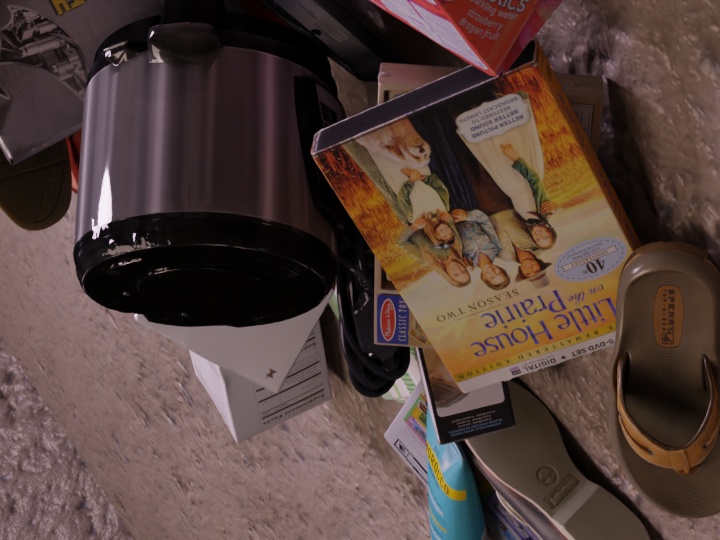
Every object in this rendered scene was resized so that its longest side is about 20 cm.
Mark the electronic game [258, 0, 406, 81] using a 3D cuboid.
[{"bbox_3d":[-0.049,-0.193,0.948,0.200,0.042,0.200,39,-176,-3],"label":"electronic game"}]

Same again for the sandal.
[{"bbox_3d":[0.187,0.077,0.843,0.054,0.080,0.201,-76,-21,-54],"label":"sandal"}]

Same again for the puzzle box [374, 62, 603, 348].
[{"bbox_3d":[0.074,-0.032,0.871,0.026,0.132,0.201,-79,-9,-52],"label":"puzzle box"}]

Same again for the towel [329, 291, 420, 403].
[{"bbox_3d":[0.028,0.042,1.210,0.153,0.023,0.200,60,159,-2],"label":"towel"}]

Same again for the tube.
[{"bbox_3d":[0.077,0.180,1.153,0.201,0.050,0.078,81,163,-48],"label":"tube"}]

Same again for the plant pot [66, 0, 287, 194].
[{"bbox_3d":[-0.170,-0.166,1.132,0.201,0.195,0.201,45,154,29],"label":"plant pot"}]

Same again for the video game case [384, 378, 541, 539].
[{"bbox_3d":[0.106,0.187,1.200,0.200,0.022,0.182,49,159,10],"label":"video game case"}]

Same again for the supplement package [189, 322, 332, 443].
[{"bbox_3d":[-0.108,0.047,1.364,0.114,0.109,0.201,52,159,41],"label":"supplement package"}]

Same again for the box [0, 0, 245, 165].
[{"bbox_3d":[-0.200,-0.191,1.009,0.159,0.199,0.048,62,166,-4],"label":"box"}]

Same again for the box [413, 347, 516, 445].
[{"bbox_3d":[0.057,0.009,1.001,0.117,0.060,0.201,-103,-1,-55],"label":"box"}]

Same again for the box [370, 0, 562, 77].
[{"bbox_3d":[0.021,-0.204,0.780,0.200,0.095,0.103,39,179,39],"label":"box"}]

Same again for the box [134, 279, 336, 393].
[{"bbox_3d":[-0.092,-0.004,1.132,0.124,0.098,0.200,28,-164,-9],"label":"box"}]

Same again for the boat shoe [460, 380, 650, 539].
[{"bbox_3d":[0.138,0.162,1.079,0.200,0.071,0.063,46,157,19],"label":"boat shoe"}]

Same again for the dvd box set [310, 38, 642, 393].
[{"bbox_3d":[0.081,-0.024,0.841,0.201,0.146,0.029,58,-155,-29],"label":"dvd box set"}]

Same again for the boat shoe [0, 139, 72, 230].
[{"bbox_3d":[-0.277,-0.128,1.066,0.202,0.071,0.066,66,166,-16],"label":"boat shoe"}]

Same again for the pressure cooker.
[{"bbox_3d":[-0.099,-0.079,0.929,0.175,0.178,0.201,-25,58,47],"label":"pressure cooker"}]

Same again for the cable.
[{"bbox_3d":[0.000,0.000,1.054,0.201,0.050,0.164,73,-176,-53],"label":"cable"}]
